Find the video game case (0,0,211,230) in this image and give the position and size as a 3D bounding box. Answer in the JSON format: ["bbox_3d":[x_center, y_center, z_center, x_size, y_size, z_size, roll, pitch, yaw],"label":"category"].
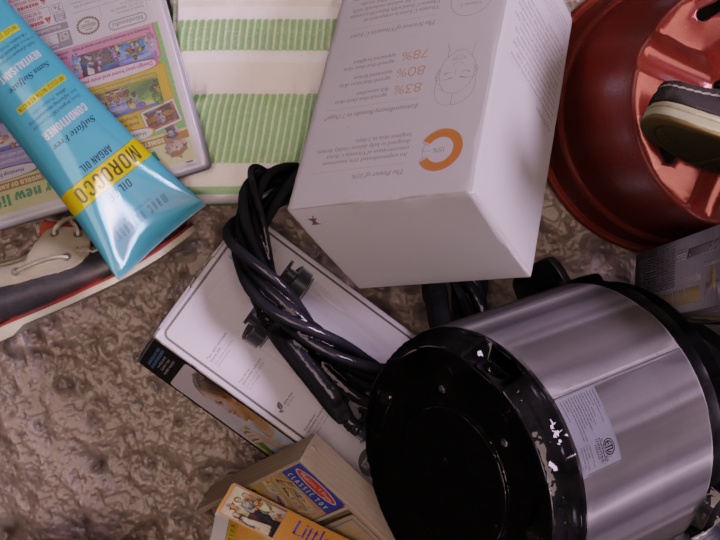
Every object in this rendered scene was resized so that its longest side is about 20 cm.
[{"bbox_3d":[-0.220,-0.130,0.964,0.199,0.022,0.183,-16,91,4],"label":"video game case"}]

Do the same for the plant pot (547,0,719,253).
[{"bbox_3d":[0.224,-0.105,0.909,0.199,0.195,0.202,0,94,-3],"label":"plant pot"}]

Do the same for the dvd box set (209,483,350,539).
[{"bbox_3d":[-0.011,0.231,0.942,0.199,0.147,0.029,25,48,8],"label":"dvd box set"}]

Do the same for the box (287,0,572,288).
[{"bbox_3d":[0.049,-0.101,0.886,0.124,0.098,0.201,-4,58,30],"label":"box"}]

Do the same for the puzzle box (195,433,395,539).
[{"bbox_3d":[-0.003,0.201,0.951,0.200,0.133,0.025,44,47,-12],"label":"puzzle box"}]

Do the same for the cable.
[{"bbox_3d":[0.000,0.000,0.933,0.163,0.051,0.200,-36,85,-29],"label":"cable"}]

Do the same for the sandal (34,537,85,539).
[{"bbox_3d":[-0.152,0.248,0.974,0.199,0.080,0.054,36,48,-8],"label":"sandal"}]

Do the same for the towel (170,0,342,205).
[{"bbox_3d":[-0.059,-0.146,0.983,0.151,0.023,0.202,0,93,-3],"label":"towel"}]

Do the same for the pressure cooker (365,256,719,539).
[{"bbox_3d":[0.126,0.100,0.856,0.199,0.178,0.177,-17,121,-37],"label":"pressure cooker"}]

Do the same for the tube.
[{"bbox_3d":[-0.196,-0.094,0.930,0.077,0.050,0.200,-41,92,-13],"label":"tube"}]

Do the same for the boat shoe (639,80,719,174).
[{"bbox_3d":[0.254,-0.078,0.783,0.199,0.072,0.066,15,84,-4],"label":"boat shoe"}]

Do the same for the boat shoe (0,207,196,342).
[{"bbox_3d":[-0.209,-0.003,0.965,0.199,0.071,0.063,-25,92,4],"label":"boat shoe"}]

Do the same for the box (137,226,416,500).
[{"bbox_3d":[-0.035,0.067,0.957,0.199,0.060,0.117,36,63,-5],"label":"box"}]

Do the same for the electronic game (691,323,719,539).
[{"bbox_3d":[0.192,0.111,0.962,0.199,0.042,0.201,-7,67,18],"label":"electronic game"}]

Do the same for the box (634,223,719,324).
[{"bbox_3d":[0.268,0.007,0.860,0.157,0.200,0.049,2,85,-4],"label":"box"}]
